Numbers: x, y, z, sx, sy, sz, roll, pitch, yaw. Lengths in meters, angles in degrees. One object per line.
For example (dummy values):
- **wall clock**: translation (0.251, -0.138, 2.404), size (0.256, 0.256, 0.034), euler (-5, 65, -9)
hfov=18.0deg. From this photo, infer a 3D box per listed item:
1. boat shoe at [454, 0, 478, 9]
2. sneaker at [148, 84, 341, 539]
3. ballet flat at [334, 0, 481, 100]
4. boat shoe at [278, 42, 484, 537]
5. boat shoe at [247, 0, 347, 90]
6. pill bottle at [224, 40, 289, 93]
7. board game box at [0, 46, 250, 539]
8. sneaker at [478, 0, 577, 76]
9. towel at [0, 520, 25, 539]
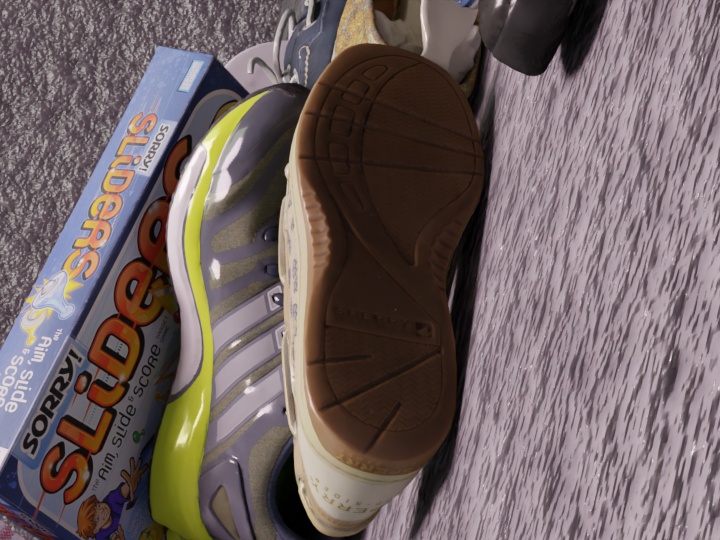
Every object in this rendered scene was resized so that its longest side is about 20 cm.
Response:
- **boat shoe**: translation (0.049, -0.203, 0.875), size (0.072, 0.072, 0.201), euler (-163, 88, -84)
- **sneaker**: translation (-0.029, 0.026, 0.908), size (0.074, 0.081, 0.201), euler (-13, -68, -50)
- **ballet flat**: translation (0.030, -0.138, 0.956), size (0.071, 0.070, 0.201), euler (115, 166, -58)
- **boat shoe**: translation (0.000, 0.000, 0.823), size (0.063, 0.073, 0.200), euler (116, 167, -48)
- **boat shoe**: translation (-0.007, -0.093, 1.031), size (0.075, 0.062, 0.200), euler (60, -159, -28)
- **pill bottle**: translation (-0.051, -0.023, 1.168), size (0.200, 0.109, 0.110), euler (114, 169, -55)
- **board game box**: translation (-0.082, 0.027, 0.953), size (0.135, 0.034, 0.201), euler (44, -115, -48)
- **sneaker**: translation (0.024, -0.149, 0.764), size (0.075, 0.115, 0.200), euler (111, 172, -45)
- **towel**: translation (-0.106, 0.144, 0.911), size (0.030, 0.200, 0.146), euler (-55, 5, -7)
